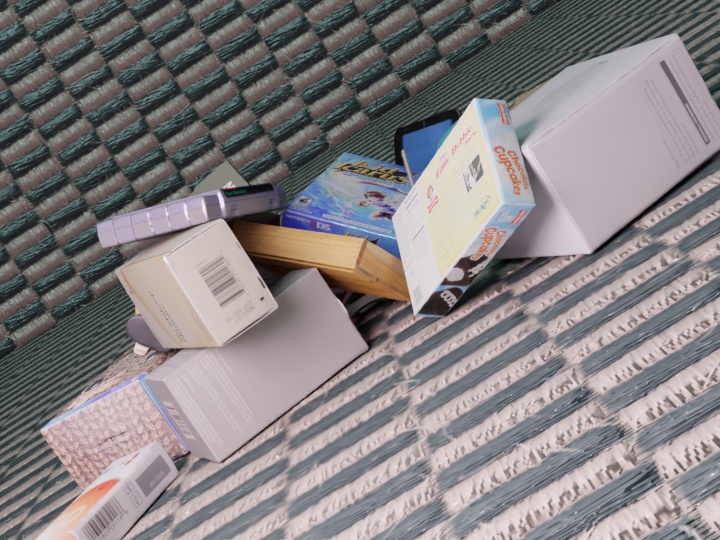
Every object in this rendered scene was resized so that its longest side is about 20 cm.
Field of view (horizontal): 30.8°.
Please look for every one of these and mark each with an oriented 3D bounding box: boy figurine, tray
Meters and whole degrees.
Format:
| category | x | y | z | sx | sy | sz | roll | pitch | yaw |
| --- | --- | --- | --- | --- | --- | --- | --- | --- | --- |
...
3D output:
| category | x | y | z | sx | sy | sz | roll | pitch | yaw |
| --- | --- | --- | --- | --- | --- | --- | --- | --- | --- |
| boy figurine | -0.220 | 0.040 | 1.486 | 0.124 | 0.064 | 0.200 | -60 | 4 | 6 |
| tray | -0.040 | -0.010 | 1.378 | 0.200 | 0.099 | 0.037 | 11 | 76 | 45 |

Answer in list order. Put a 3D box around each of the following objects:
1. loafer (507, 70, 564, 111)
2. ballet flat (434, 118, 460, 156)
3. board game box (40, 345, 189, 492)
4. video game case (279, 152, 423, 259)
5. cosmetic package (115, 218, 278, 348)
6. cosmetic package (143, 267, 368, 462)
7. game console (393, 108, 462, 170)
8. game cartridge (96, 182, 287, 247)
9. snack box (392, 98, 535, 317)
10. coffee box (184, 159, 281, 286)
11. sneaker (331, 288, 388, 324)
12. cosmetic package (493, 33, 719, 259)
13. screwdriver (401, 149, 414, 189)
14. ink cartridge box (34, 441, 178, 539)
| category | x | y | z | sx | sy | sz | roll | pitch | yaw |
| --- | --- | --- | --- | --- | --- | --- | --- | --- | --- |
| loafer | 0.185 | -0.151 | 1.416 | 0.200 | 0.076 | 0.067 | -35 | 14 | -19 |
| ballet flat | 0.116 | -0.113 | 1.474 | 0.067 | 0.070 | 0.200 | -7 | 26 | 24 |
| board game box | -0.235 | 0.146 | 1.496 | 0.159 | 0.097 | 0.200 | -27 | 12 | 29 |
| video game case | 0.036 | -0.065 | 1.486 | 0.200 | 0.046 | 0.181 | 15 | 29 | 17 |
| cosmetic package | -0.165 | 0.017 | 1.286 | 0.073 | 0.104 | 0.200 | -35 | 9 | -22 |
| cosmetic package | -0.105 | 0.093 | 1.331 | 0.200 | 0.107 | 0.090 | -35 | 11 | -22 |
| game console | 0.057 | -0.112 | 1.757 | 0.171 | 0.118 | 0.200 | -37 | 11 | -22 |
| game cartridge | -0.168 | -0.060 | 1.361 | 0.129 | 0.038 | 0.200 | -17 | 1 | 20 |
| snack box | 0.092 | -0.055 | 1.227 | 0.037 | 0.116 | 0.200 | 2 | -31 | -23 |
| coffee box | -0.116 | -0.025 | 1.555 | 0.080 | 0.114 | 0.200 | -42 | -34 | -3 |
| sneaker | 0.000 | 0.000 | 1.496 | 0.200 | 0.086 | 0.080 | -36 | 12 | -18 |
| cosmetic package | 0.214 | -0.114 | 1.282 | 0.200 | 0.123 | 0.199 | -36 | 12 | -18 |
| screwdriver | 0.070 | -0.052 | 1.388 | 0.028 | 0.029 | 0.200 | 121 | 149 | -45 |
| ink cartridge box | -0.298 | 0.256 | 1.314 | 0.200 | 0.050 | 0.162 | -23 | 14 | 32 |
